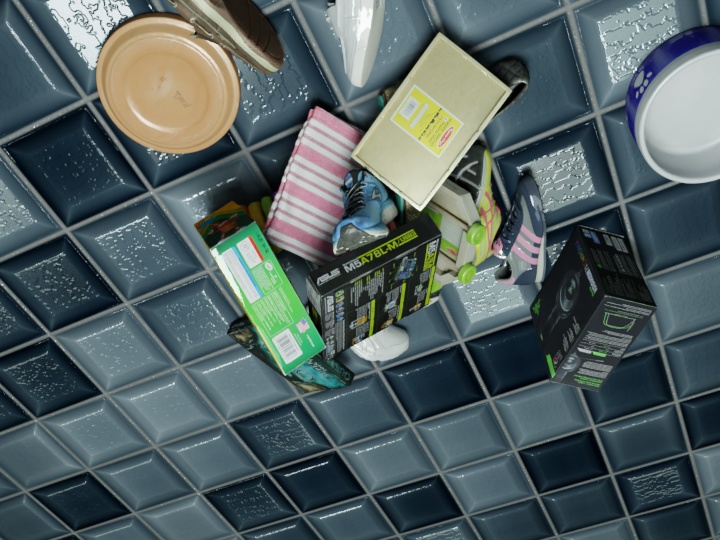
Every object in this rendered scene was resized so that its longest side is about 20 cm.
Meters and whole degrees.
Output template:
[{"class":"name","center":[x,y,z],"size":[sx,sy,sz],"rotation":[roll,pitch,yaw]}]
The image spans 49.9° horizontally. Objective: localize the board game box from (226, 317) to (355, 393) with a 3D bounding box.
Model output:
[{"class":"board game box","center":[-0.121,0.146,1.346],"size":[0.134,0.028,0.200],"rotation":[-17,130,45]}]

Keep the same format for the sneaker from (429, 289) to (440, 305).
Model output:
[{"class":"sneaker","center":[0.040,0.008,1.246],"size":[0.196,0.081,0.088],"rotation":[0,124,-5]}]

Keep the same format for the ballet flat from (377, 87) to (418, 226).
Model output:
[{"class":"ballet flat","center":[0.072,-0.158,1.097],"size":[0.064,0.071,0.204],"rotation":[-12,109,-5]}]

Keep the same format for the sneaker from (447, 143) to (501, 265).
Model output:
[{"class":"sneaker","center":[0.176,-0.098,1.179],"size":[0.089,0.078,0.203],"rotation":[-16,125,-32]}]

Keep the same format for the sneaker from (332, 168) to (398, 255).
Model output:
[{"class":"sneaker","center":[-0.007,-0.085,1.031],"size":[0.077,0.200,0.091],"rotation":[-20,105,15]}]

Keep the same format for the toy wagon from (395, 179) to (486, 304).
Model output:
[{"class":"toy wagon","center":[0.114,-0.042,1.170],"size":[0.039,0.155,0.203],"rotation":[-23,135,-35]}]

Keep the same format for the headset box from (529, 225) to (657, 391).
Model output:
[{"class":"headset box","center":[0.360,0.065,1.236],"size":[0.091,0.176,0.202],"rotation":[12,129,-11]}]

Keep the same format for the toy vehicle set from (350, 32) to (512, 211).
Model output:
[{"class":"toy vehicle set","center":[0.093,-0.197,1.038],"size":[0.124,0.027,0.201],"rotation":[37,102,-3]}]

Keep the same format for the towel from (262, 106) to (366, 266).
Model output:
[{"class":"towel","center":[-0.045,-0.111,1.102],"size":[0.145,0.030,0.203],"rotation":[21,91,-33]}]

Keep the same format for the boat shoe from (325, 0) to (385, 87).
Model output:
[{"class":"boat shoe","center":[-0.011,-0.335,0.988],"size":[0.067,0.072,0.202],"rotation":[16,136,13]}]

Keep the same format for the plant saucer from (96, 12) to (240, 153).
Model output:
[{"class":"plant saucer","center":[-0.265,-0.250,1.067],"size":[0.196,0.033,0.203],"rotation":[-1,129,-1]}]

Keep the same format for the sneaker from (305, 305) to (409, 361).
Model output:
[{"class":"sneaker","center":[0.001,0.085,1.308],"size":[0.197,0.078,0.100],"rotation":[17,123,-15]}]

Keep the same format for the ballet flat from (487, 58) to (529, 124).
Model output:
[{"class":"ballet flat","center":[0.155,-0.216,1.085],"size":[0.066,0.057,0.200],"rotation":[32,121,-23]}]

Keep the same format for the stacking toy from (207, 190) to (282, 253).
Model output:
[{"class":"stacking toy","center":[-0.129,-0.075,1.174],"size":[0.198,0.117,0.111],"rotation":[-30,119,6]}]

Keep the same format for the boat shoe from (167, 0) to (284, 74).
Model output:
[{"class":"boat shoe","center":[-0.187,-0.325,0.993],"size":[0.074,0.075,0.202],"rotation":[-29,117,35]}]

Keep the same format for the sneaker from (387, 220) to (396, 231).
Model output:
[{"class":"sneaker","center":[0.000,0.000,1.172],"size":[0.073,0.087,0.203],"rotation":[25,105,7]}]

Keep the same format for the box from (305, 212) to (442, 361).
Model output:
[{"class":"box","center":[0.018,0.029,1.090],"size":[0.191,0.048,0.201],"rotation":[-30,154,-16]}]

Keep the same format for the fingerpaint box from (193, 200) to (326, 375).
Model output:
[{"class":"fingerpaint box","center":[-0.139,0.018,1.062],"size":[0.073,0.167,0.202],"rotation":[-31,111,-9]}]

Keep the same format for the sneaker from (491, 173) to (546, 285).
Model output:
[{"class":"sneaker","center":[0.244,-0.054,1.205],"size":[0.080,0.071,0.203],"rotation":[-10,127,1]}]

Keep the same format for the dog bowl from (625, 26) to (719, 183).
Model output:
[{"class":"dog bowl","center":[0.473,-0.227,1.070],"size":[0.196,0.079,0.203],"rotation":[-1,128,-1]}]
